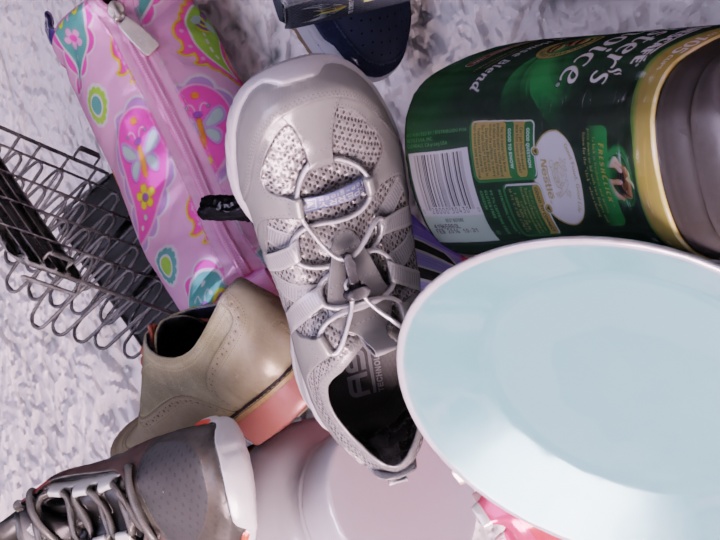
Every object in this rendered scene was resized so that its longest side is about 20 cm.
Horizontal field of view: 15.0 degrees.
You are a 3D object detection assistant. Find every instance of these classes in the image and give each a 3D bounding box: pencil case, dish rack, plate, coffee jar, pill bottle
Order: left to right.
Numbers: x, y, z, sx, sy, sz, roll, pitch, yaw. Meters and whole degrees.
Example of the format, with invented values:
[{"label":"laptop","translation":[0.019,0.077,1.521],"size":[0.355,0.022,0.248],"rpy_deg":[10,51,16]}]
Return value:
[{"label":"dish rack","translation":[-0.154,-0.014,1.407],"size":[0.055,0.200,0.154],"rpy_deg":[-49,54,13]},{"label":"pencil case","translation":[-0.087,-0.061,1.383],"size":[0.087,0.087,0.201],"rpy_deg":[-49,61,48]},{"label":"pill bottle","translation":[-0.031,0.136,1.335],"size":[0.200,0.111,0.112],"rpy_deg":[-33,73,53]},{"label":"plate","translation":[0.113,0.050,1.096],"size":[0.199,0.026,0.201],"rpy_deg":[13,140,11]},{"label":"coffee jar","translation":[0.114,-0.051,1.089],"size":[0.200,0.104,0.086],"rpy_deg":[2,109,53]}]

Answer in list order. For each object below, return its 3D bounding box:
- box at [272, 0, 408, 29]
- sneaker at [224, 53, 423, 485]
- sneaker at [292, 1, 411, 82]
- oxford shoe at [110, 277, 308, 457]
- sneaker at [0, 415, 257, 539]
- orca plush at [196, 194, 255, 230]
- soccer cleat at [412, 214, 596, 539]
[{"label":"box","translation":[0.017,-0.217,1.136],"size":[0.051,0.157,0.201],"rpy_deg":[106,148,-83]},{"label":"sneaker","translation":[0.000,0.000,1.137],"size":[0.082,0.074,0.201],"rpy_deg":[-121,12,-52]},{"label":"sneaker","translation":[0.010,-0.183,1.229],"size":[0.108,0.070,0.201],"rpy_deg":[1,106,45]},{"label":"oxford shoe","translation":[-0.078,0.052,1.331],"size":[0.075,0.070,0.200],"rpy_deg":[46,142,-7]},{"label":"sneaker","translation":[-0.118,0.123,1.290],"size":[0.200,0.082,0.077],"rpy_deg":[-32,65,53]},{"label":"orca plush","translation":[-0.041,-0.044,1.259],"size":[0.200,0.071,0.106],"rpy_deg":[-112,19,-78]},{"label":"soccer cleat","translation":[0.060,0.041,1.238],"size":[0.067,0.076,0.200],"rpy_deg":[58,-175,-50]}]
